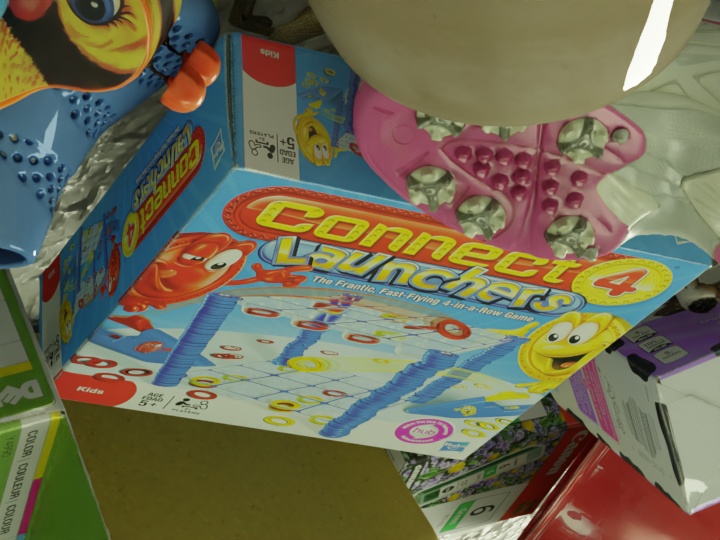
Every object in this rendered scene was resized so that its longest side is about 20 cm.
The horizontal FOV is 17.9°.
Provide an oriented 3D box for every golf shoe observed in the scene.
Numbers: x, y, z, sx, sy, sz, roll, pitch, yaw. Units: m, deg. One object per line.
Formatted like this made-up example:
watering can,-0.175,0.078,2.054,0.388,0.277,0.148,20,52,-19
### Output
golf shoe,0.091,-0.052,0.800,0.198,0.092,0.076,9,130,-14

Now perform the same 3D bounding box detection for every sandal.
sandal,-0.130,-0.037,0.813,0.199,0.087,0.079,-34,151,13

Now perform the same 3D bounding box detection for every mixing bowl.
mixing bowl,0.165,0.131,1.249,0.201,0.108,0.200,-52,173,-9

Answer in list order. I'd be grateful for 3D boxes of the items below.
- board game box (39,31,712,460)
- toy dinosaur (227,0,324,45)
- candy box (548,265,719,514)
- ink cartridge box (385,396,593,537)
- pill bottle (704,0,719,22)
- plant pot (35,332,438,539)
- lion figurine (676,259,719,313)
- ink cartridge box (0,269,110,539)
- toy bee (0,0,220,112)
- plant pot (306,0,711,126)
board game box,0.000,0.000,0.886,0.199,0.056,0.196,10,150,-24
toy dinosaur,-0.010,-0.119,0.826,0.199,0.058,0.101,-1,130,-52
candy box,0.183,0.024,1.092,0.167,0.072,0.200,-21,-162,-11
ink cartridge box,0.081,0.099,1.290,0.199,0.051,0.109,-9,149,-30
pill bottle,0.197,-0.120,0.873,0.198,0.112,0.111,-1,154,5
plant pot,-0.082,0.139,1.076,0.199,0.196,0.195,-16,154,-40
lion figurine,0.102,-0.034,1.031,0.198,0.123,0.073,-12,148,7
ink cartridge box,-0.160,0.100,0.904,0.075,0.201,0.148,-12,151,-25
toy bee,-0.103,-0.079,0.708,0.199,0.109,0.131,-24,-157,49
plant pot,0.037,-0.140,0.609,0.199,0.201,0.174,-21,143,-10
